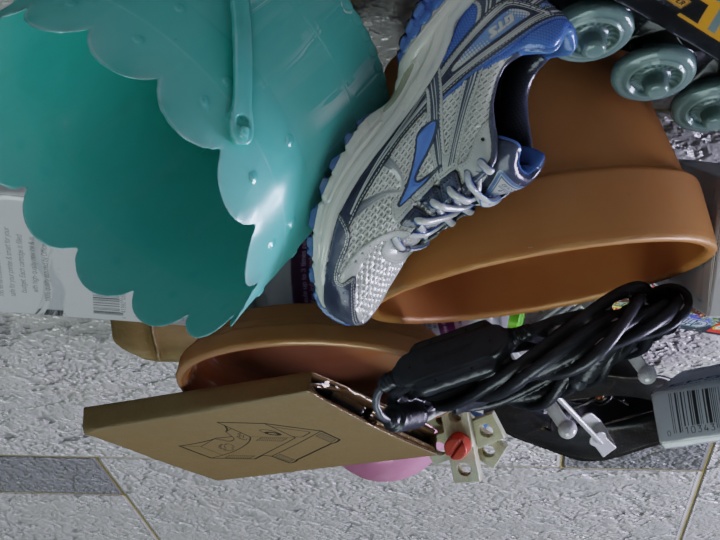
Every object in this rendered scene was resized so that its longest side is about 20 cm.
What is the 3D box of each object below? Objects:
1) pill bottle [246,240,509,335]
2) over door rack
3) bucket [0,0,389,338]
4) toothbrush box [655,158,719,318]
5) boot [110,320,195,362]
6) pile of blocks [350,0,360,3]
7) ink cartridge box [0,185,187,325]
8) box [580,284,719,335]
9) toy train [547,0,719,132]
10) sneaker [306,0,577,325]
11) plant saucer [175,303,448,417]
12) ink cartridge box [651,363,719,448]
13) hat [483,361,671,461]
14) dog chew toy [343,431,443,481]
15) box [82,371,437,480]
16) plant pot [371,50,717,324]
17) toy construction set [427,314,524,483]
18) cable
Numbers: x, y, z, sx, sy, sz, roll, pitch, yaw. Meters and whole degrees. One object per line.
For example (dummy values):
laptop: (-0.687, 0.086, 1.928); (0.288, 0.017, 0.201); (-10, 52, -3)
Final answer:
pill bottle: (0.000, 0.000, 1.234); (0.199, 0.113, 0.112); (-3, 157, 13)
over door rack: (0.198, 0.062, 1.241); (0.147, 0.067, 0.200); (-36, 145, 10)
bucket: (-0.093, -0.083, 0.917); (0.207, 0.135, 0.208); (30, 146, 23)
toothbrush box: (0.292, -0.014, 1.079); (0.199, 0.086, 0.146); (6, -172, -7)
boot: (-0.190, 0.019, 1.366); (0.174, 0.067, 0.200); (4, 159, -1)
pile of blocks: (-0.048, -0.116, 1.026); (0.082, 0.063, 0.200); (10, 157, -16)
ink cartridge box: (-0.200, -0.038, 1.177); (0.199, 0.086, 0.147); (6, 147, -4)
box: (0.221, -0.002, 1.296); (0.199, 0.038, 0.137); (9, 156, -14)
toy train: (0.173, -0.143, 0.917); (0.199, 0.086, 0.114); (22, 141, -39)
sneaker: (0.041, -0.054, 0.878); (0.085, 0.201, 0.077); (30, -165, 19)
plant saucer: (-0.025, 0.064, 1.197); (0.199, 0.038, 0.200); (2, 159, 1)
ink cartridge box: (0.299, 0.070, 1.145); (0.195, 0.044, 0.200); (-11, -179, 17)
hat: (0.198, 0.091, 1.470); (0.199, 0.081, 0.201); (0, 155, 0)
dog chew toy: (-0.021, 0.098, 1.473); (0.199, 0.125, 0.124); (22, 152, -23)
box: (-0.071, 0.113, 1.248); (0.199, 0.021, 0.163); (-10, 156, 32)
plant pot: (0.089, -0.059, 1.003); (0.199, 0.141, 0.200); (-10, 170, -2)
toy construction set: (0.073, 0.073, 1.340); (0.091, 0.132, 0.200); (7, -159, 5)
cable: (0.113, 0.058, 1.072); (0.199, 0.051, 0.163); (-22, 162, 20)
